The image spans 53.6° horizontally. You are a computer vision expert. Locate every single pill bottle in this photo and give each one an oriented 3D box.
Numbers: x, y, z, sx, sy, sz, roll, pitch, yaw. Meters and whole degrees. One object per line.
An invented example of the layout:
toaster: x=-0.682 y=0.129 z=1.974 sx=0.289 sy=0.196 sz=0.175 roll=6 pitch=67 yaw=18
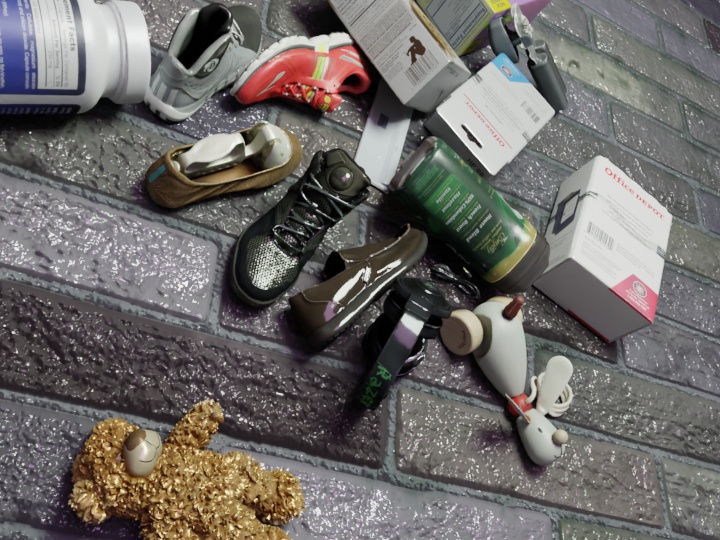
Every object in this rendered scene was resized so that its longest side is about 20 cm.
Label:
pill bottle: x=-0.300 y=-0.200 z=0.644 sx=0.198 sy=0.116 sz=0.117 roll=-8 pitch=70 yaw=-35

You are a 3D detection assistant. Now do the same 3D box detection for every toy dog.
toy dog: x=0.182 y=0.106 z=0.792 sx=0.200 sy=0.096 sz=0.132 roll=46 pitch=52 yaw=-3

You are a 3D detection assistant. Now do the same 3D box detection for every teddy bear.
teddy bear: x=-0.131 y=0.179 z=0.581 sx=0.200 sy=0.067 sz=0.146 roll=41 pitch=49 yaw=-7

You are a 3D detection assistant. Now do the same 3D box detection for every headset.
headset: x=0.059 y=0.061 z=0.723 sx=0.093 sy=0.124 sz=0.201 roll=29 pitch=44 yaw=2

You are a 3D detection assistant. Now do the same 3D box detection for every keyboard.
keyboard: x=0.035 y=-0.186 z=0.911 sx=0.056 sy=0.011 sz=0.202 roll=25 pitch=55 yaw=-13

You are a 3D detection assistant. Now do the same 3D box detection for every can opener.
can opener: x=0.245 y=-0.304 z=1.045 sx=0.200 sy=0.066 sz=0.054 roll=42 pitch=42 yaw=-48

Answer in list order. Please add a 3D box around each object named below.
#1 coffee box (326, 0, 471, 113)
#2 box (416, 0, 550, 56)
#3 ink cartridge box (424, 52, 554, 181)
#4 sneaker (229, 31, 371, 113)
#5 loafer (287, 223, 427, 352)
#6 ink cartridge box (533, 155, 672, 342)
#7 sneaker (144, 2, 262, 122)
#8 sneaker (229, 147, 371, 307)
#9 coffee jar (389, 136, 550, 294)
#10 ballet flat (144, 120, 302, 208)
coffee box: x=0.040 y=-0.305 z=0.896 sx=0.201 sy=0.080 sz=0.113 roll=55 pitch=21 yaw=9
box: x=0.165 y=-0.447 z=1.070 sx=0.175 sy=0.097 sz=0.201 roll=-30 pitch=84 yaw=-38
ink cartridge box: x=0.167 y=-0.197 z=0.959 sx=0.116 sy=0.067 sz=0.200 roll=48 pitch=51 yaw=-1
sneaker: x=-0.059 y=-0.222 z=0.831 sx=0.199 sy=0.077 sz=0.086 roll=-28 pitch=87 yaw=-38
loafer: x=0.000 y=0.000 z=0.749 sx=0.071 sy=0.073 sz=0.200 roll=48 pitch=49 yaw=1
ink cartridge box: x=0.328 y=-0.032 z=0.961 sx=0.144 sy=0.084 sz=0.201 roll=36 pitch=53 yaw=-11
sneaker: x=-0.147 y=-0.249 z=0.762 sx=0.075 sy=0.115 sz=0.201 roll=36 pitch=53 yaw=-10
sneaker: x=-0.057 y=-0.055 z=0.720 sx=0.076 sy=0.114 sz=0.200 roll=41 pitch=54 yaw=-4
coffee jar: x=0.130 y=-0.061 z=0.839 sx=0.199 sy=0.086 sz=0.104 roll=40 pitch=9 yaw=-11
ballet flat: x=-0.127 y=-0.120 z=0.735 sx=0.198 sy=0.072 sz=0.069 roll=-22 pitch=78 yaw=-38
